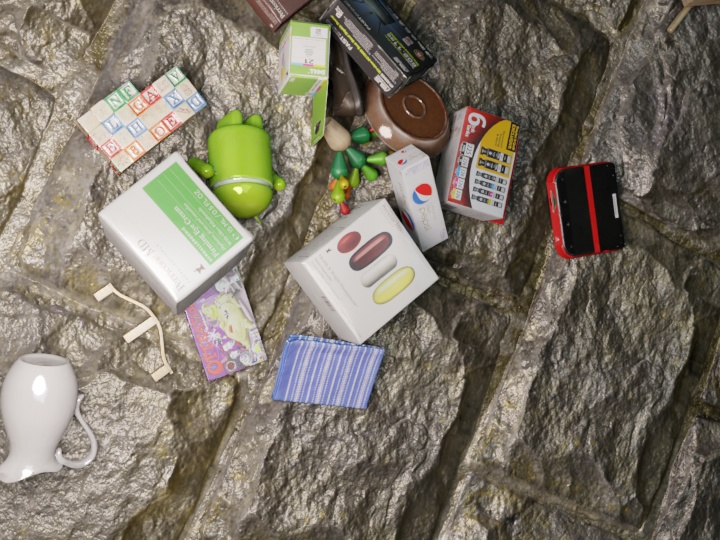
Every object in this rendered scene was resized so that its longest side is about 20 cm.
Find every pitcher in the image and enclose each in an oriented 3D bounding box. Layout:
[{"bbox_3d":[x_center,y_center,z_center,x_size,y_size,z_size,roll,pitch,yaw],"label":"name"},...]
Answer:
[{"bbox_3d":[-0.525,0.248,1.409,0.171,0.121,0.201,3,99,-40],"label":"pitcher"}]

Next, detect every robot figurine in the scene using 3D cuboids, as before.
[{"bbox_3d":[-0.217,-0.185,1.501,0.175,0.115,0.201,6,73,-40],"label":"robot figurine"}]

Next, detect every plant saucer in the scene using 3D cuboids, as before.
[{"bbox_3d":[0.099,-0.314,1.627,0.199,0.034,0.201,14,61,-26],"label":"plant saucer"}]

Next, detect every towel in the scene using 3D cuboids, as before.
[{"bbox_3d":[-0.062,0.198,1.584,0.199,0.024,0.145,9,113,-19],"label":"towel"}]

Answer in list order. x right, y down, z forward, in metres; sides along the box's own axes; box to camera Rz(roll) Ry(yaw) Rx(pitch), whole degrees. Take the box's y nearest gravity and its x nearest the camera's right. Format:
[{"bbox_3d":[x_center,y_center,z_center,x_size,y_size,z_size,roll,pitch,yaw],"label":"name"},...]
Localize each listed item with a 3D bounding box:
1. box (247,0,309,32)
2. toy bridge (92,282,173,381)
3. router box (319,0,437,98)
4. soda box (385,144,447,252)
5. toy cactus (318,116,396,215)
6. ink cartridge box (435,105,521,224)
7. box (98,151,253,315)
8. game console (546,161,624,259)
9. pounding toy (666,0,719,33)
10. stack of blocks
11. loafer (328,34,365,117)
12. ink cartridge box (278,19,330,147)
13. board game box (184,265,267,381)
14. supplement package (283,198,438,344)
[{"bbox_3d":[-0.119,-0.558,1.574,0.200,0.075,0.100,-44,103,-13],"label":"box"},{"bbox_3d":[-0.397,0.106,1.492,0.067,0.027,0.200,-37,102,-18],"label":"toy bridge"},{"bbox_3d":[0.037,-0.437,1.572,0.200,0.062,0.150,48,38,-1],"label":"router box"},{"bbox_3d":[0.111,-0.139,1.606,0.063,0.068,0.201,-28,129,-13],"label":"soda box"},{"bbox_3d":[-0.015,-0.223,1.583,0.165,0.102,0.200,45,74,-34],"label":"toy cactus"},{"bbox_3d":[0.256,-0.211,1.699,0.175,0.084,0.201,14,84,-19],"label":"ink cartridge box"},{"bbox_3d":[-0.315,-0.058,1.418,0.171,0.200,0.199,-42,92,-15],"label":"box"},{"bbox_3d":[0.496,-0.133,1.818,0.176,0.031,0.201,-9,93,-24],"label":"game console"},{"bbox_3d":[0.788,-0.670,1.883,0.183,0.142,0.201,-11,83,-20],"label":"pounding toy"},{"bbox_3d":[-0.390,-0.279,1.480,0.200,0.059,0.115,-42,102,-15],"label":"stack of blocks"},{"bbox_3d":[-0.049,-0.381,1.580,0.071,0.073,0.201,-17,72,2],"label":"loafer"},{"bbox_3d":[-0.108,-0.341,1.533,0.075,0.148,0.201,3,89,-14],"label":"ink cartridge box"},{"bbox_3d":[-0.260,0.092,1.543,0.120,0.032,0.201,-19,96,-15],"label":"board game box"},{"bbox_3d":[0.000,0.000,1.572,0.200,0.147,0.192,-39,102,-15],"label":"supplement package"}]
